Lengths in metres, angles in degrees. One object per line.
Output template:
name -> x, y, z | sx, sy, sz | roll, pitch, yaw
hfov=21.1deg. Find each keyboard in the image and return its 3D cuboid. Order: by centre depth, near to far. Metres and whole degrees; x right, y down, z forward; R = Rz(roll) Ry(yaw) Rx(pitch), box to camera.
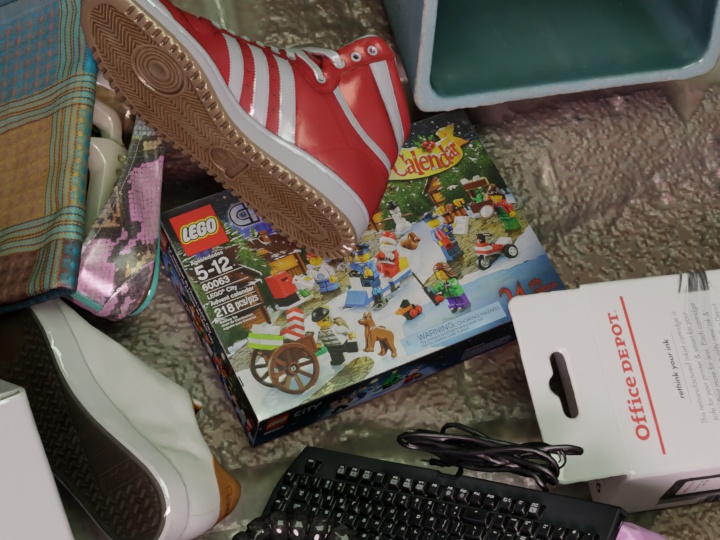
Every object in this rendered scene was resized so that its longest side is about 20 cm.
keyboard -> 0.035, 0.117, 0.983 | 0.199, 0.040, 0.104 | 7, 54, 33

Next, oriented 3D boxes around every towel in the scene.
towel -> -0.205, -0.064, 1.049 | 0.146, 0.022, 0.201 | -16, 58, 28

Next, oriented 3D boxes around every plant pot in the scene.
plant pot -> 0.103, -0.242, 1.157 | 0.195, 0.197, 0.200 | -8, 42, -14

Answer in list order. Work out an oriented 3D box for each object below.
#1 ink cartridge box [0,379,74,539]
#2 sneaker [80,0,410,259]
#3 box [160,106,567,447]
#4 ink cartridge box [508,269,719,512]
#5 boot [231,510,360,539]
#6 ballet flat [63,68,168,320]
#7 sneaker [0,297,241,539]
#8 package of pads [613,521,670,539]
ink cartridge box -> -0.174, 0.151, 0.879 | 0.083, 0.146, 0.201 | -20, 99, -20
sneaker -> -0.056, -0.110, 1.058 | 0.200, 0.071, 0.113 | 43, 56, -18
box -> 0.000, 0.000, 1.095 | 0.199, 0.038, 0.137 | -21, 69, -20
ink cartridge box -> 0.180, 0.067, 1.078 | 0.199, 0.068, 0.117 | -6, 64, -14
boot -> 0.019, 0.208, 0.922 | 0.210, 0.158, 0.080 | 26, 58, 4
ballet flat -> -0.140, -0.066, 1.067 | 0.071, 0.069, 0.201 | 28, 48, -29
sneaker -> -0.141, 0.070, 1.029 | 0.200, 0.073, 0.084 | 48, 29, 23
package of pads -> 0.153, 0.234, 0.962 | 0.120, 0.076, 0.201 | 20, 56, -35
